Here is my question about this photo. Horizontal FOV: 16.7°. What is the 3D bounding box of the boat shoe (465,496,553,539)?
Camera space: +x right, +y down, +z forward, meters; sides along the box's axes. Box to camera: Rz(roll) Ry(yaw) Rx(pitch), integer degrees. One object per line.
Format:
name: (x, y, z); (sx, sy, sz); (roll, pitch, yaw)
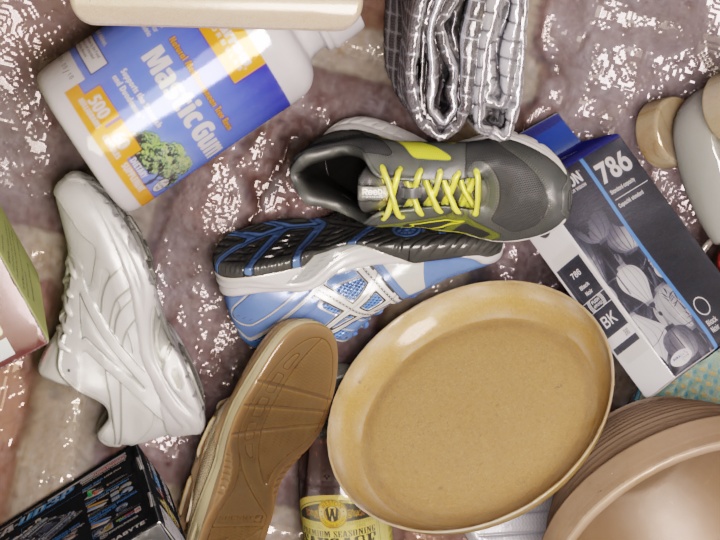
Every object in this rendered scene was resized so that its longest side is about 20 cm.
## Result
boat shoe: (0.162, 0.180, 1.734); (0.199, 0.071, 0.073); (4, 83, -14)

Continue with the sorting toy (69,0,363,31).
sorting toy: (-0.090, -0.249, 1.560); (0.184, 0.037, 0.201); (1, 67, -4)

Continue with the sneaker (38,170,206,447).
sneaker: (-0.177, 0.034, 1.646); (0.099, 0.078, 0.201); (-20, 104, -1)

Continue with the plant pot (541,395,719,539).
plant pot: (0.199, 0.148, 1.613); (0.200, 0.093, 0.201); (-14, 139, -13)

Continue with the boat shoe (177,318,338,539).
boat shoe: (-0.079, 0.112, 1.668); (0.071, 0.065, 0.201); (12, 112, -35)

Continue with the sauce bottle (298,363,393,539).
sauce bottle: (-0.012, 0.166, 1.708); (0.066, 0.066, 0.201); (-11, 103, -7)

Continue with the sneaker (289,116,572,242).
sneaker: (0.042, -0.051, 1.611); (0.199, 0.085, 0.075); (8, 111, 31)

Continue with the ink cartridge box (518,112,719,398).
ink cartridge box: (0.170, -0.020, 1.649); (0.099, 0.039, 0.200); (-31, 81, -40)

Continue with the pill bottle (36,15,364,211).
pill bottle: (-0.101, -0.137, 1.601); (0.200, 0.112, 0.112); (-34, 105, 0)

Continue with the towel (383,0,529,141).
towel: (0.062, -0.194, 1.590); (0.085, 0.166, 0.201); (3, 102, -4)

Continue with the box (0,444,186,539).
box: (-0.214, 0.207, 1.633); (0.199, 0.159, 0.046); (-32, 108, -2)

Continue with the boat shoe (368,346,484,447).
boat shoe: (0.086, 0.082, 1.677); (0.200, 0.070, 0.071); (-36, 107, -16)

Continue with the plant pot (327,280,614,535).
plant pot: (0.075, 0.093, 1.608); (0.200, 0.200, 0.028); (-33, 134, -1)

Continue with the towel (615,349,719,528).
towel: (0.266, 0.139, 1.703); (0.199, 0.022, 0.147); (23, 95, -13)

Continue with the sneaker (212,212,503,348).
sneaker: (0.000, 0.000, 1.677); (0.199, 0.076, 0.077); (-9, 121, -5)

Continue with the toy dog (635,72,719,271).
toy dog: (0.267, -0.050, 1.693); (0.096, 0.132, 0.201); (-22, 116, -37)

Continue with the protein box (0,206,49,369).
protein box: (-0.304, -0.030, 1.544); (0.134, 0.199, 0.201); (-28, 105, -3)
